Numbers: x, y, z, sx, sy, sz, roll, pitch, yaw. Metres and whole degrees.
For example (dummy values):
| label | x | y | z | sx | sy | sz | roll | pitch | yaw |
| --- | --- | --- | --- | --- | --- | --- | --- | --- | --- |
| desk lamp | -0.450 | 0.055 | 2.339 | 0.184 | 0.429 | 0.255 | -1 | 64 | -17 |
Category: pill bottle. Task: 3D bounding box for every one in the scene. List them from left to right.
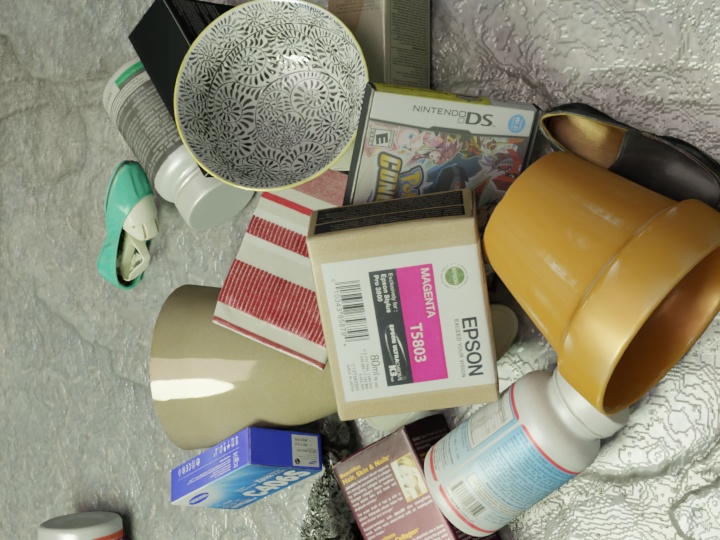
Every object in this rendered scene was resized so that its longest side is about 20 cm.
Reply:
| label | x | y | z | sx | sy | sz | roll | pitch | yaw |
| --- | --- | --- | --- | --- | --- | --- | --- | --- | --- |
| pill bottle | -0.360 | 0.426 | 1.524 | 0.110 | 0.111 | 0.204 | -3 | 90 | 34 |
| pill bottle | -0.215 | -0.155 | 1.394 | 0.113 | 0.112 | 0.201 | -45 | 68 | 27 |
| pill bottle | 0.165 | 0.170 | 1.156 | 0.200 | 0.108 | 0.110 | -41 | 70 | 28 |

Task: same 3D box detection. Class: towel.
| label | x | y | z | sx | sy | sz | roll | pitch | yaw |
| --- | --- | --- | --- | --- | --- | --- | --- | --- | --- |
| towel | -0.060 | -0.013 | 1.243 | 0.142 | 0.023 | 0.202 | 21 | 84 | 17 |

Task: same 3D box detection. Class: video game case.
| label | x | y | z | sx | sy | sz | roll | pitch | yaw |
| --- | --- | --- | --- | --- | --- | --- | --- | --- | --- |
| video game case | 0.073 | -0.077 | 1.158 | 0.026 | 0.178 | 0.203 | -120 | 38 | -61 |

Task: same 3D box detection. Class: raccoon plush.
| label | x | y | z | sx | sy | sz | roll | pitch | yaw |
| --- | --- | --- | --- | --- | --- | --- | --- | --- | --- |
| raccoon plush | -0.037 | 0.274 | 1.336 | 0.134 | 0.096 | 0.202 | -40 | 41 | 43 |

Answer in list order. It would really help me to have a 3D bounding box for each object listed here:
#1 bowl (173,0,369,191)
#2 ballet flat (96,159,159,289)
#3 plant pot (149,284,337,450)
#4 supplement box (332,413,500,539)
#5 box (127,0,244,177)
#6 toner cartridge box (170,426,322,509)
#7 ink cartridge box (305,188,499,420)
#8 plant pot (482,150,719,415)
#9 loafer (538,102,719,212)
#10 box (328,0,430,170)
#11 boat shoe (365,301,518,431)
| label | x | y | z | sx | sy | sz | roll | pitch | yaw |
| --- | --- | --- | --- | --- | --- | --- | --- | --- | --- |
| bowl | -0.081 | -0.166 | 1.192 | 0.197 | 0.094 | 0.204 | -2 | 78 | 9 |
| ballet flat | -0.282 | -0.050 | 1.452 | 0.070 | 0.067 | 0.201 | 38 | 137 | 15 |
| plant pot | -0.104 | 0.108 | 1.310 | 0.197 | 0.187 | 0.191 | -2 | 92 | 20 |
| supplement box | 0.070 | 0.270 | 1.239 | 0.110 | 0.085 | 0.202 | -34 | 75 | 31 |
| box | -0.156 | -0.208 | 1.334 | 0.079 | 0.140 | 0.202 | -41 | 70 | 33 |
| toner cartridge box | -0.134 | 0.229 | 1.333 | 0.199 | 0.094 | 0.044 | -34 | 52 | 49 |
| ink cartridge box | 0.043 | 0.035 | 1.130 | 0.162 | 0.075 | 0.203 | -8 | 114 | 7 |
| plant pot | 0.216 | -0.006 | 1.059 | 0.183 | 0.199 | 0.202 | 42 | 114 | 27 |
| loafer | 0.254 | -0.101 | 1.102 | 0.198 | 0.072 | 0.074 | 26 | 105 | 30 |
| box | 0.021 | -0.207 | 1.244 | 0.077 | 0.094 | 0.204 | 2 | 93 | 35 |
| boat shoe | 0.081 | 0.090 | 1.230 | 0.199 | 0.062 | 0.073 | -40 | 108 | 20 |
